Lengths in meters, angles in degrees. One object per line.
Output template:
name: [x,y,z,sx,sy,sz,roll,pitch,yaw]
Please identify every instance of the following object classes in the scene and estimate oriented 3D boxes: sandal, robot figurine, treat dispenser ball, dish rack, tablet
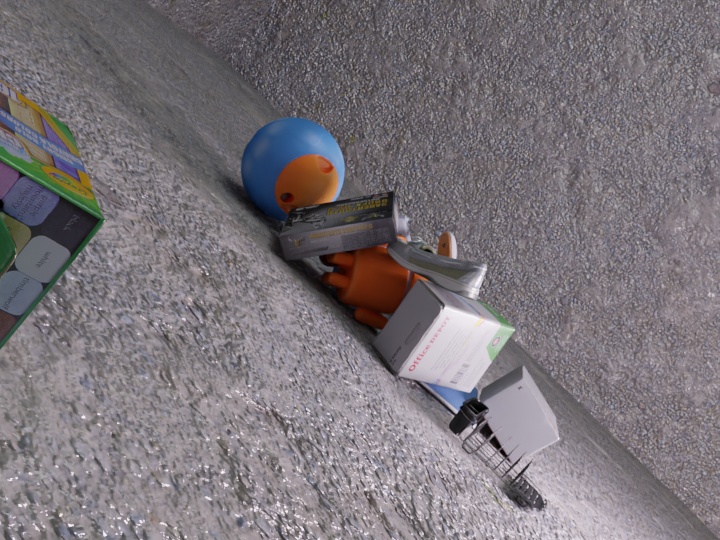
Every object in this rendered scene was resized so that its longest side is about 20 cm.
sandal: [0.160,0.018,1.782,0.059,0.208,0.079,6,-18,-23]
robot figurine: [0.033,0.017,1.528,0.199,0.117,0.144,13,49,-17]
treat dispenser ball: [-0.130,-0.193,1.660,0.201,0.201,0.201,41,8,-7]
dish rack: [0.227,0.294,1.365,0.200,0.055,0.153,45,9,15]
tablet: [0.132,0.186,1.524,0.200,0.014,0.130,40,23,-8]

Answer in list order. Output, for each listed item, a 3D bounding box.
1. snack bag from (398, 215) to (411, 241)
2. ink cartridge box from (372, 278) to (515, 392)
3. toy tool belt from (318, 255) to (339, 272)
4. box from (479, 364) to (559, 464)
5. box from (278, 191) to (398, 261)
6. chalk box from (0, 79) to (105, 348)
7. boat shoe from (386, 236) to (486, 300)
snack bag: [0.019,-0.084,1.903,0.199,0.022,0.189,7,-21,13]
ink cartridge box: [0.141,0.113,1.446,0.200,0.146,0.088,18,22,-45]
toy tool belt: [0.000,0.000,1.641,0.199,0.125,0.123,23,-6,-16]
box: [0.293,0.262,1.593,0.125,0.097,0.200,59,9,5]
box: [-0.034,-0.080,1.511,0.159,0.199,0.049,-80,159,-69]
chalk box: [-0.256,-0.041,0.547,0.124,0.125,0.200,37,9,-38]
boat shoe: [0.125,-0.015,1.425,0.074,0.065,0.202,20,8,-44]
